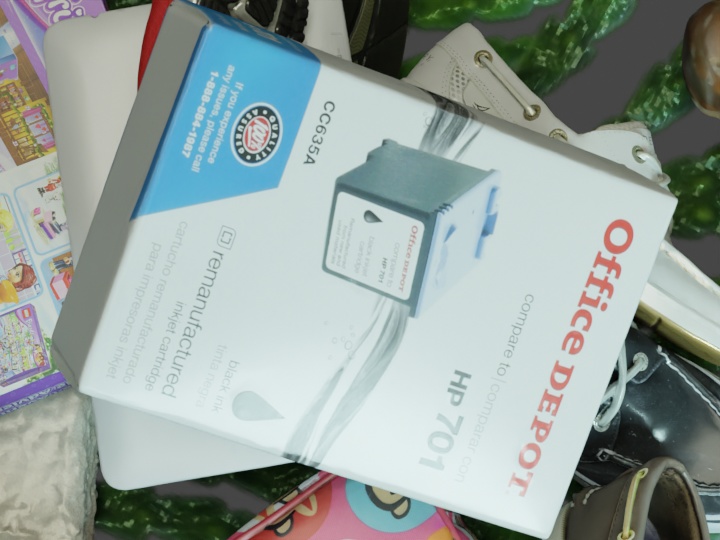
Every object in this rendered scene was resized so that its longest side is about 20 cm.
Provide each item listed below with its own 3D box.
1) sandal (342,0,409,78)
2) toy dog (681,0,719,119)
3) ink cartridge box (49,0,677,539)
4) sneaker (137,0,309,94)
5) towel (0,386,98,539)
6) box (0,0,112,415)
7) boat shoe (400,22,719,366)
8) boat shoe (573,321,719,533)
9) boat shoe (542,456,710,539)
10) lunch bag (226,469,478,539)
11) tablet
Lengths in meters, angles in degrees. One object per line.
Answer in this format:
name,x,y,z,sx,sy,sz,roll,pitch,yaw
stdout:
sandal,-0.018,-0.135,1.108,0.057,0.079,0.203,11,86,48
toy dog,0.204,-0.045,1.019,0.139,0.194,0.201,-31,45,11
ink cartridge box,0.000,0.000,0.960,0.199,0.086,0.148,19,96,-16
sneaker,-0.068,-0.141,1.038,0.084,0.077,0.201,-3,61,25
towel,-0.176,0.032,1.101,0.131,0.034,0.202,3,79,3
box,-0.155,-0.045,1.078,0.136,0.039,0.201,-21,78,-1
boat shoe,0.102,-0.035,1.073,0.200,0.071,0.069,39,86,11
boat shoe,0.093,0.045,1.060,0.199,0.068,0.072,34,83,9
boat shoe,0.115,0.161,0.978,0.059,0.072,0.201,-41,32,32
lunch bag,0.000,0.194,1.032,0.176,0.082,0.201,-35,79,-2
tablet,-0.058,-0.017,1.040,0.129,0.014,0.202,-9,79,1
